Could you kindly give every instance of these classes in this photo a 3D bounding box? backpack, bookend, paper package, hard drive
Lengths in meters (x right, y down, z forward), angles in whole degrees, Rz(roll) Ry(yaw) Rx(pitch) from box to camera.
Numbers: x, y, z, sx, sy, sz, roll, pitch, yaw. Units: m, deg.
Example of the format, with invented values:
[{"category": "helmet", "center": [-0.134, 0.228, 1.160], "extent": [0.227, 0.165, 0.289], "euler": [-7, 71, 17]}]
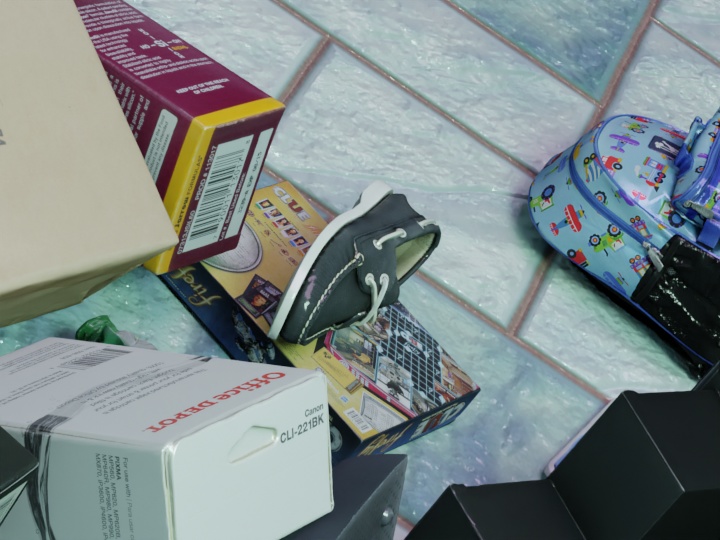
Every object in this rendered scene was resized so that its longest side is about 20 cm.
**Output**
[{"category": "backpack", "center": [0.232, -0.044, 2.044], "extent": [0.200, 0.135, 0.183], "euler": [35, 33, 4]}, {"category": "bookend", "center": [0.125, 0.147, 1.655], "extent": [0.200, 0.199, 0.092], "euler": [-1, 50, -41]}, {"category": "paper package", "center": [-0.233, -0.070, 1.638], "extent": [0.190, 0.103, 0.200], "euler": [-17, 80, -48]}, {"category": "hard drive", "center": [-0.034, 0.192, 1.530], "extent": [0.042, 0.135, 0.200], "euler": [19, 32, 15]}]

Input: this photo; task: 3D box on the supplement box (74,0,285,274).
[{"category": "supplement box", "center": [-0.159, -0.099, 1.752], "extent": [0.200, 0.110, 0.086], "euler": [34, 29, 24]}]

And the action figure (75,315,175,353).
[{"category": "action figure", "center": [-0.103, 0.090, 1.629], "extent": [0.055, 0.118, 0.200], "euler": [-31, 56, -29]}]

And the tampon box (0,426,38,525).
[{"category": "tampon box", "center": [-0.295, 0.101, 1.391], "extent": [0.200, 0.150, 0.126], "euler": [42, 35, 10]}]

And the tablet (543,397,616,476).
[{"category": "tablet", "center": [0.223, 0.175, 1.873], "extent": [0.200, 0.014, 0.130], "euler": [40, 34, 9]}]

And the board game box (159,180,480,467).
[{"category": "board game box", "center": [-0.032, 0.033, 1.806], "extent": [0.200, 0.035, 0.135], "euler": [47, 36, 18]}]

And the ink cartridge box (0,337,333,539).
[{"category": "ink cartridge box", "center": [-0.134, 0.101, 1.496], "extent": [0.200, 0.084, 0.144], "euler": [5, 17, 35]}]

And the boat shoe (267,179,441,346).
[{"category": "boat shoe", "center": [0.000, 0.000, 1.776], "extent": [0.060, 0.076, 0.200], "euler": [32, 34, 5]}]
